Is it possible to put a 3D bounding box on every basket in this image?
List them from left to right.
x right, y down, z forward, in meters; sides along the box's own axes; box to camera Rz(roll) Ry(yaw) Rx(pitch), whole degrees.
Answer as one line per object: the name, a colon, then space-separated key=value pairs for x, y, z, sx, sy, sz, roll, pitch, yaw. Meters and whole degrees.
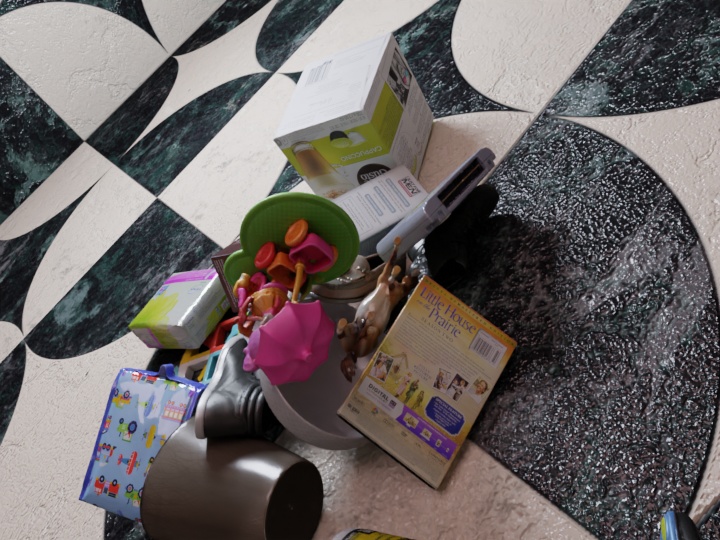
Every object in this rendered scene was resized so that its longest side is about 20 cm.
basket: x=-0.154 y=0.280 z=0.773 sx=0.195 sy=0.138 sz=0.182 roll=1 pitch=40 yaw=34

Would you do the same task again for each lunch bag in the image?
lunch bag: x=-0.300 y=0.237 z=0.866 sx=0.146 sy=0.094 sz=0.207 roll=7 pitch=85 yaw=21

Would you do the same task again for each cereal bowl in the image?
cereal bowl: x=-0.044 y=0.141 z=0.788 sx=0.084 sy=0.195 sz=0.204 roll=126 pitch=157 yaw=-43

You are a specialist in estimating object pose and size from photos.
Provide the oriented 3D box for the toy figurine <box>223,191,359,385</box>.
toy figurine: x=-0.093 y=0.043 z=0.684 sx=0.197 sy=0.150 sz=0.188 roll=-29 pitch=40 yaw=29

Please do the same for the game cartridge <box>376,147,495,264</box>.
game cartridge: x=0.103 y=-0.089 z=0.845 sx=0.200 sy=0.041 sz=0.133 roll=-44 pitch=-1 yaw=-41

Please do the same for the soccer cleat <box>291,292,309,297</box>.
soccer cleat: x=-0.042 y=-0.022 z=1.021 sx=0.199 sy=0.078 sz=0.069 roll=-40 pitch=73 yaw=-21

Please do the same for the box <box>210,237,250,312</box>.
box: x=-0.150 y=-0.023 z=1.021 sx=0.073 sy=0.103 sz=0.200 roll=-8 pitch=21 yaw=32

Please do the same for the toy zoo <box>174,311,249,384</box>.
toy zoo: x=-0.255 y=0.150 z=1.066 sx=0.195 sy=0.021 sz=0.134 roll=-21 pitch=42 yaw=24

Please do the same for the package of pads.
package of pads: x=-0.336 y=0.074 z=1.146 sx=0.196 sy=0.069 sz=0.156 roll=-7 pitch=40 yaw=41

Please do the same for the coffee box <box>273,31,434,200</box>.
coffee box: x=-0.004 y=-0.261 z=1.104 sx=0.195 sy=0.199 sz=0.204 roll=-7 pitch=50 yaw=33

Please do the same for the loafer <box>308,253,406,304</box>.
loafer: x=0.000 y=0.000 z=0.864 sx=0.071 sy=0.197 sz=0.065 roll=26 pitch=111 yaw=33

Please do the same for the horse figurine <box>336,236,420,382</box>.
horse figurine: x=0.018 y=0.053 z=0.765 sx=0.049 sy=0.134 sz=0.203 roll=26 pitch=66 yaw=13

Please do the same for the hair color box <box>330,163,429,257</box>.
hair color box: x=0.013 y=-0.079 z=0.964 sx=0.196 sy=0.061 sz=0.100 roll=-29 pitch=58 yaw=-12

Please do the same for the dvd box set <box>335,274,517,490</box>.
dvd box set: x=0.081 y=0.129 z=0.725 sx=0.202 sy=0.144 sz=0.029 roll=-55 pitch=-3 yaw=-18

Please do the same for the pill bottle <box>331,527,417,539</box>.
pill bottle: x=0.058 y=0.318 z=0.571 sx=0.195 sy=0.113 sz=0.115 roll=-6 pitch=49 yaw=35

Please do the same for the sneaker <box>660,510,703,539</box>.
sneaker: x=0.299 y=0.277 z=0.454 sx=0.081 sy=0.072 sz=0.201 roll=-24 pitch=40 yaw=-2

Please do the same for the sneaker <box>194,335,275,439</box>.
sneaker: x=-0.153 y=0.160 z=0.828 sx=0.096 sy=0.073 sz=0.201 roll=6 pitch=25 yaw=0

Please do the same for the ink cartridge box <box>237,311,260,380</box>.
ink cartridge box: x=-0.104 y=0.125 z=0.918 sx=0.196 sy=0.077 sz=0.139 roll=-6 pitch=50 yaw=38

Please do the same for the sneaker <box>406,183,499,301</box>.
sneaker: x=0.139 y=-0.032 z=0.883 sx=0.198 sy=0.060 sz=0.105 roll=-39 pitch=39 yaw=9
